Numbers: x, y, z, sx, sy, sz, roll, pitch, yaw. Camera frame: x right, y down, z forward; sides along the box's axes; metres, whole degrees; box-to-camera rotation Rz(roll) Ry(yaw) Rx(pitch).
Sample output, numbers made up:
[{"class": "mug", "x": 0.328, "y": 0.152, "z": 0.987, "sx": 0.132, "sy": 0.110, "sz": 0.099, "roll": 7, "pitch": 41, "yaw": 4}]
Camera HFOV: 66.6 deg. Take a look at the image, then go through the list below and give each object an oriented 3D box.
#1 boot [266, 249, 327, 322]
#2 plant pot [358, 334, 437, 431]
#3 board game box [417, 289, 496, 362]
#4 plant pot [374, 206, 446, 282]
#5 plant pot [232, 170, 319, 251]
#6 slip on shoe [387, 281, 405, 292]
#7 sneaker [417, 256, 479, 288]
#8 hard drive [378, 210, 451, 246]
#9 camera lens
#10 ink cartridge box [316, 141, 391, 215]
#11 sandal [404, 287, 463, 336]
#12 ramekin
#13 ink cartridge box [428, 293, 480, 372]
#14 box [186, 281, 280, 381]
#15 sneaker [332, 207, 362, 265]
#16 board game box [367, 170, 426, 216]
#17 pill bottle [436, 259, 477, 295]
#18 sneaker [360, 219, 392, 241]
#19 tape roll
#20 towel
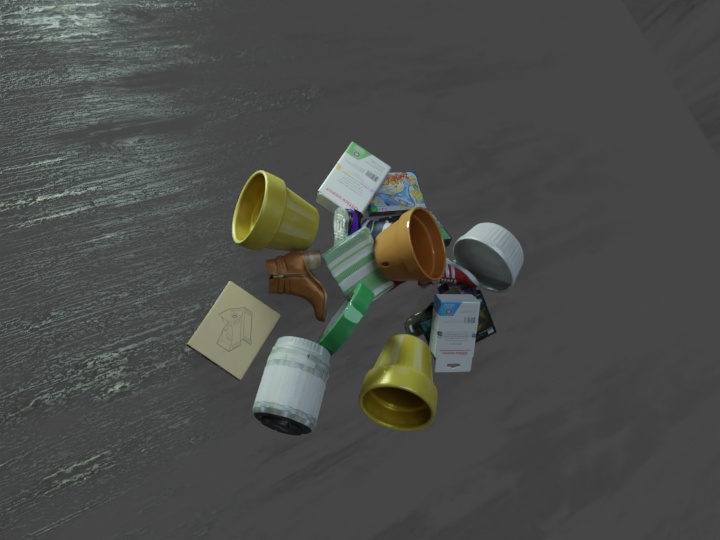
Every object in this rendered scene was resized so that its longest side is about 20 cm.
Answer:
[{"class": "boot", "x": -0.171, "y": 0.050, "z": 1.478, "sx": 0.151, "sy": 0.077, "sz": 0.205, "roll": -10, "pitch": 100, "yaw": -10}, {"class": "plant pot", "x": 0.110, "y": 0.284, "z": 1.439, "sx": 0.198, "sy": 0.202, "sz": 0.191, "roll": 29, "pitch": 45, "yaw": -10}, {"class": "board game box", "x": 0.275, "y": 0.158, "z": 1.553, "sx": 0.197, "sy": 0.028, "sz": 0.138, "roll": -26, "pitch": 109, "yaw": -2}, {"class": "plant pot", "x": 0.130, "y": -0.056, "z": 1.502, "sx": 0.198, "sy": 0.138, "sz": 0.205, "roll": 26, "pitch": 56, "yaw": -47}, {"class": "plant pot", "x": -0.220, "y": -0.140, "z": 1.475, "sx": 0.186, "sy": 0.199, "sz": 0.206, "roll": 18, "pitch": 62, "yaw": -33}, {"class": "slip on shoe", "x": 0.127, "y": 0.002, "z": 1.625, "sx": 0.198, "sy": 0.061, "sz": 0.076, "roll": -31, "pitch": 112, "yaw": -31}, {"class": "sneaker", "x": 0.237, "y": 0.023, "z": 1.575, "sx": 0.198, "sy": 0.071, "sz": 0.114, "roll": 32, "pitch": 81, "yaw": 17}, {"class": "hard drive", "x": 0.166, "y": -0.116, "z": 1.687, "sx": 0.196, "sy": 0.038, "sz": 0.141, "roll": -13, "pitch": 52, "yaw": -27}, {"class": "camera lens", "x": -0.165, "y": 0.284, "z": 1.334, "sx": 0.157, "sy": 0.160, "sz": 0.204, "roll": 21, "pitch": 62, "yaw": -14}, {"class": "ink cartridge box", "x": -0.021, "y": -0.255, "z": 1.635, "sx": 0.143, "sy": 0.084, "sz": 0.202, "roll": 32, "pitch": 70, "yaw": 1}, {"class": "sandal", "x": 0.217, "y": 0.126, "z": 1.577, "sx": 0.199, "sy": 0.057, "sz": 0.081, "roll": -35, "pitch": 75, "yaw": 1}, {"class": "ramekin", "x": 0.366, "y": -0.042, "z": 1.541, "sx": 0.202, "sy": 0.202, "sz": 0.094, "roll": 45, "pitch": 67, "yaw": 0}, {"class": "ink cartridge box", "x": 0.253, "y": 0.171, "z": 1.501, "sx": 0.113, "sy": 0.067, "sz": 0.205, "roll": 1, "pitch": 106, "yaw": -12}, {"class": "box", "x": -0.321, "y": 0.152, "z": 1.400, "sx": 0.162, "sy": 0.021, "sz": 0.202, "roll": 34, "pitch": 61, "yaw": -8}, {"class": "sneaker", "x": -0.027, "y": -0.077, "z": 1.550, "sx": 0.098, "sy": 0.069, "sz": 0.205, "roll": -9, "pitch": 113, "yaw": -39}, {"class": "board game box", "x": 0.102, "y": -0.245, "z": 1.739, "sx": 0.196, "sy": 0.034, "sz": 0.138, "roll": -7, "pitch": 73, "yaw": -25}, {"class": "pill bottle", "x": 0.299, "y": 0.077, "z": 1.649, "sx": 0.110, "sy": 0.112, "sz": 0.204, "roll": -12, "pitch": 74, "yaw": -27}, {"class": "sneaker", "x": 0.021, "y": -0.052, "z": 1.607, "sx": 0.106, "sy": 0.070, "sz": 0.205, "roll": 17, "pitch": 86, "yaw": 17}, {"class": "tape roll", "x": -0.041, "y": 0.127, "z": 1.429, "sx": 0.048, "sy": 0.200, "sz": 0.202, "roll": 37, "pitch": 60, "yaw": -5}, {"class": "towel", "x": 0.000, "y": 0.000, "z": 1.518, "sx": 0.151, "sy": 0.023, "sz": 0.202, "roll": -34, "pitch": 116, "yaw": -10}]
